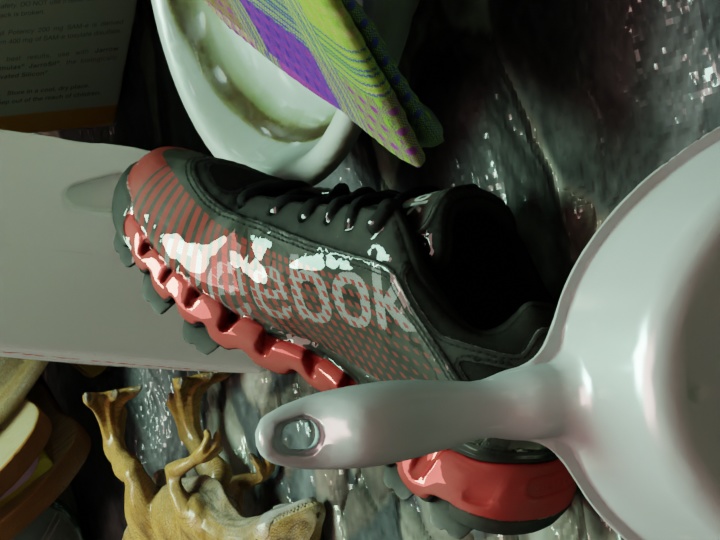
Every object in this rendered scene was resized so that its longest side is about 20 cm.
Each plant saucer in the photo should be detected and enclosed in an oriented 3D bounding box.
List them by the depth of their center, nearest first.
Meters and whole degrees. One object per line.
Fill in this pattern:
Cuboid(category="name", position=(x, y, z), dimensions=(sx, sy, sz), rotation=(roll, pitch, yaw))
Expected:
Cuboid(category="plant saucer", position=(-0.020, -0.129, 1.023), dimensions=(0.200, 0.050, 0.201), rotation=(27, 121, 59))

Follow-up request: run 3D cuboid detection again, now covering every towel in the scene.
Cuboid(category="towel", position=(-0.045, -0.121, 0.928), dimensions=(0.200, 0.023, 0.144), rotation=(41, 163, 55))

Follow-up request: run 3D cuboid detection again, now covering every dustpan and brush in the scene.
Cuboid(category="dustpan and brush", position=(0.075, 0.028, 0.706), dimensions=(0.057, 0.199, 0.140), rotation=(179, 83, -70))

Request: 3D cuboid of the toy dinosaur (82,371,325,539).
Cuboid(category="toy dinosaur", position=(-0.082, 0.100, 1.197), dimensions=(0.200, 0.060, 0.107), rotation=(-18, 82, 64))

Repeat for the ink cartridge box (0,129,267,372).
Cuboid(category="ink cartridge box", position=(-0.137, -0.006, 1.169), dimensions=(0.200, 0.146, 0.083), rotation=(-1, 83, 64))

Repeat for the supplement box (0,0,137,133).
Cuboid(category="supplement box", position=(-0.142, -0.175, 1.231), dimensions=(0.126, 0.073, 0.201), rotation=(58, 145, 41))

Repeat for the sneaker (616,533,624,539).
Cuboid(category="sneaker", position=(0.105, 0.086, 0.784), dimensions=(0.074, 0.084, 0.201), rotation=(-158, 65, -62))

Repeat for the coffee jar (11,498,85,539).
Cuboid(category="coffee jar", position=(-0.202, 0.143, 1.423), dimensions=(0.200, 0.085, 0.105), rotation=(17, 119, 61))

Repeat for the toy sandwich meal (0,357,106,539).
Cuboid(category="toy sandwich meal", position=(-0.202, 0.049, 1.340), dimensions=(0.205, 0.205, 0.070), rotation=(48, 175, 49))

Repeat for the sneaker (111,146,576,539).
Cuboid(category="sneaker", position=(0.000, 0.000, 0.956), dimensions=(0.200, 0.071, 0.098), rotation=(35, 120, 28))
